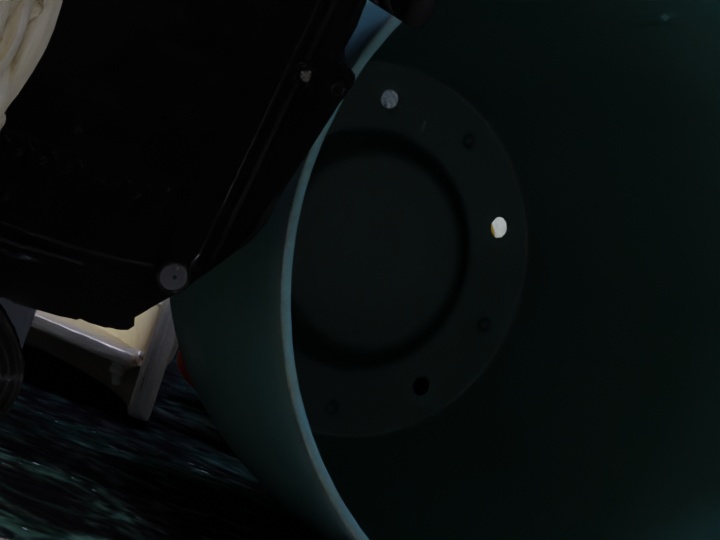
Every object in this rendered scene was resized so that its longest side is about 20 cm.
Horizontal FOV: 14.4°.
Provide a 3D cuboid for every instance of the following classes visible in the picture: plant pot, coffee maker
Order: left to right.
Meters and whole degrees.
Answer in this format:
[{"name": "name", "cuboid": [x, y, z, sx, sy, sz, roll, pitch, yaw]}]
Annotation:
[{"name": "coffee maker", "cuboid": [-0.094, -0.078, 0.744, 0.135, 0.192, 0.200, 46, 3, -25]}, {"name": "plant pot", "cuboid": [0.035, -0.002, 0.840, 0.200, 0.201, 0.161, 19, -3, -26]}]

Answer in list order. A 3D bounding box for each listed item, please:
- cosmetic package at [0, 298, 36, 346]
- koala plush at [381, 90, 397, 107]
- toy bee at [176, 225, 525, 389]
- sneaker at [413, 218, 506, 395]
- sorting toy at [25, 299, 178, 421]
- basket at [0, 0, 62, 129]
[{"name": "cosmetic package", "cuboid": [-0.185, -0.040, 0.852, 0.200, 0.102, 0.074, 19, 5, -39]}, {"name": "koala plush", "cuboid": [0.035, -0.004, 1.228, 0.177, 0.184, 0.200, 0, 41, -31]}, {"name": "toy bee", "cuboid": [0.000, 0.000, 0.974, 0.109, 0.131, 0.200, 35, -20, 13]}, {"name": "sneaker", "cuboid": [0.049, 0.028, 1.055, 0.088, 0.075, 0.200, 12, 26, -22]}, {"name": "sorting toy", "cuboid": [-0.122, -0.068, 0.991, 0.200, 0.180, 0.107, 22, 4, 9]}, {"name": "basket", "cuboid": [-0.136, -0.052, 0.550, 0.123, 0.200, 0.136, 26, 4, 6]}]
